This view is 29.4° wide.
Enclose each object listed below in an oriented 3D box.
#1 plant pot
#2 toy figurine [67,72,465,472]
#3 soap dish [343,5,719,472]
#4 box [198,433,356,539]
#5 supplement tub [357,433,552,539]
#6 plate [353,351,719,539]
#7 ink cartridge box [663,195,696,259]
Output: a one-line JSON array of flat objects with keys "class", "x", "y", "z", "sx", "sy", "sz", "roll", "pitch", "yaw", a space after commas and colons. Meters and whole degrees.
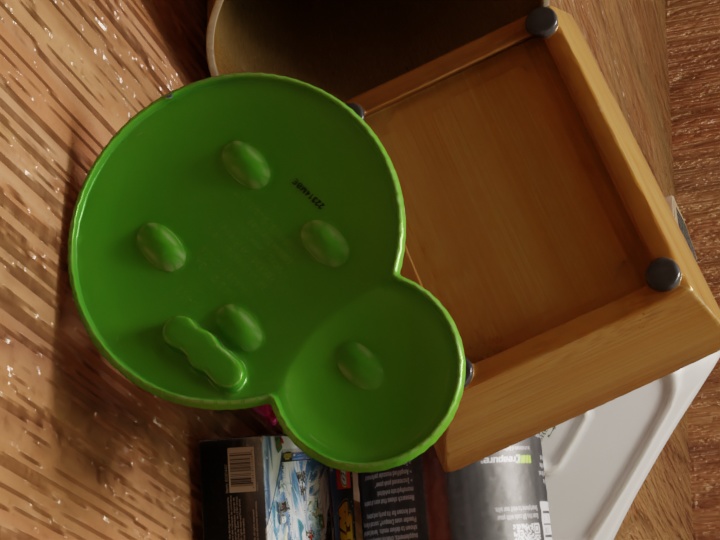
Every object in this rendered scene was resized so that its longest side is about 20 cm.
[{"class": "plant pot", "x": -0.008, "y": -0.202, "z": 0.780, "sx": 0.187, "sy": 0.184, "sz": 0.202, "roll": 57, "pitch": 15, "yaw": -52}, {"class": "toy figurine", "x": -0.024, "y": 0.030, "z": 0.657, "sx": 0.150, "sy": 0.200, "sz": 0.184, "roll": -45, "pitch": 160, "yaw": -7}, {"class": "soap dish", "x": 0.074, "y": -0.024, "z": 0.688, "sx": 0.081, "sy": 0.156, "sz": 0.202, "roll": 56, "pitch": 11, "yaw": -66}, {"class": "box", "x": -0.038, "y": 0.189, "z": 0.731, "sx": 0.137, "sy": 0.039, "sz": 0.203, "roll": 19, "pitch": 67, "yaw": -70}, {"class": "supplement tub", "x": 0.052, "y": 0.139, "z": 0.750, "sx": 0.107, "sy": 0.105, "sz": 0.203, "roll": 28, "pitch": 56, "yaw": -67}, {"class": "plate", "x": 0.107, "y": 0.092, "z": 0.854, "sx": 0.201, "sy": 0.198, "sz": 0.032, "roll": -61, "pitch": -165, "yaw": 10}, {"class": "ink cartridge box", "x": 0.204, "y": 0.005, "z": 1.259, "sx": 0.165, "sy": 0.197, "sz": 0.076, "roll": 46, "pitch": 41, "yaw": -62}]
